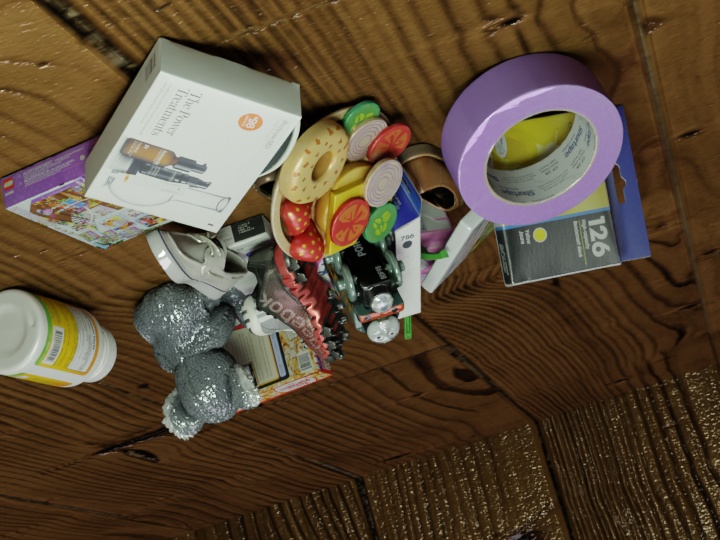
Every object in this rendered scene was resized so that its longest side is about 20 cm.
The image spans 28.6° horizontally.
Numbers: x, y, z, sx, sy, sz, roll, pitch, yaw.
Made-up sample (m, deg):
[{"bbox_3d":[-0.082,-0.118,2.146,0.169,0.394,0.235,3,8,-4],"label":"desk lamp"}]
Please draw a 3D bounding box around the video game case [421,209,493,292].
[{"bbox_3d":[0.165,-0.072,1.854,0.182,0.023,0.200,-45,171,-26],"label":"video game case"}]

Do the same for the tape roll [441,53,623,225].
[{"bbox_3d":[0.196,-0.148,1.619,0.199,0.066,0.201,-11,134,-11],"label":"tape roll"}]

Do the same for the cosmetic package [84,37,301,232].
[{"bbox_3d":[-0.170,-0.129,1.411,0.150,0.052,0.200,13,140,-27],"label":"cosmetic package"}]

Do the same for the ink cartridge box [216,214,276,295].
[{"bbox_3d":[-0.144,-0.018,1.900,0.094,0.037,0.200,-19,159,7],"label":"ink cartridge box"}]

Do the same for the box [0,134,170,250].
[{"bbox_3d":[-0.286,-0.084,1.579,0.136,0.039,0.200,-21,161,16],"label":"box"}]

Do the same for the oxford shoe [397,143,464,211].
[{"bbox_3d":[0.115,-0.106,1.800,0.071,0.071,0.200,-30,159,33],"label":"oxford shoe"}]

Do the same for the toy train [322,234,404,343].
[{"bbox_3d":[0.000,0.000,1.722,0.085,0.200,0.114,-18,132,-10],"label":"toy train"}]

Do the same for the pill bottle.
[{"bbox_3d":[-0.414,0.096,1.889,0.111,0.111,0.200,-21,161,18],"label":"pill bottle"}]

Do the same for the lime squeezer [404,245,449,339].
[{"bbox_3d":[0.077,0.009,1.866,0.038,0.071,0.200,-27,156,-30],"label":"lime squeezer"}]

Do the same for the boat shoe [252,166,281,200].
[{"bbox_3d":[-0.086,-0.098,1.644,0.075,0.075,0.202,-21,161,16],"label":"boat shoe"}]

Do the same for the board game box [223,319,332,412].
[{"bbox_3d":[-0.153,0.116,2.099,0.199,0.152,0.046,-22,161,22],"label":"board game box"}]

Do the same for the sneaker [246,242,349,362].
[{"bbox_3d":[-0.084,0.040,1.833,0.098,0.071,0.201,-8,127,27],"label":"sneaker"}]

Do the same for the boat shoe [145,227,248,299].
[{"bbox_3d":[-0.195,-0.016,1.735,0.066,0.072,0.200,-33,154,8],"label":"boat shoe"}]

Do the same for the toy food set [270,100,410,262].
[{"bbox_3d":[-0.022,-0.098,1.599,0.198,0.049,0.201,-26,136,-37],"label":"toy food set"}]

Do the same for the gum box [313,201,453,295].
[{"bbox_3d":[0.021,-0.032,1.896,0.199,0.066,0.114,-7,143,-24],"label":"gum box"}]

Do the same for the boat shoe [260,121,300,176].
[{"bbox_3d":[-0.140,-0.121,1.512,0.060,0.076,0.200,-23,168,-46],"label":"boat shoe"}]

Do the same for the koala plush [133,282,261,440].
[{"bbox_3d":[-0.224,0.126,1.991,0.177,0.201,0.184,-22,161,21],"label":"koala plush"}]

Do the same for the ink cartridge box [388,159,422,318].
[{"bbox_3d":[0.042,-0.042,1.760,0.039,0.100,0.200,-15,136,-14],"label":"ink cartridge box"}]

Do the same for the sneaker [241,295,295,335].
[{"bbox_3d":[-0.067,0.042,1.970,0.115,0.075,0.200,-22,178,31],"label":"sneaker"}]

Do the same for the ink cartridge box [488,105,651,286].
[{"bbox_3d":[0.257,-0.095,1.744,0.199,0.198,0.047,-11,-179,-10],"label":"ink cartridge box"}]
